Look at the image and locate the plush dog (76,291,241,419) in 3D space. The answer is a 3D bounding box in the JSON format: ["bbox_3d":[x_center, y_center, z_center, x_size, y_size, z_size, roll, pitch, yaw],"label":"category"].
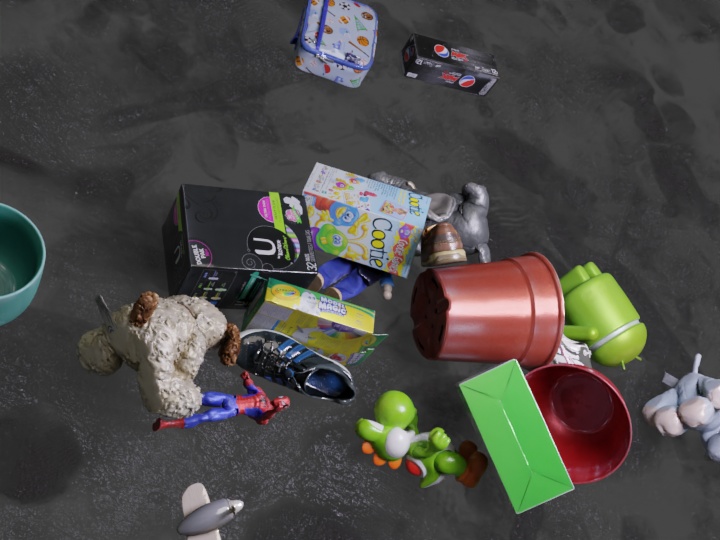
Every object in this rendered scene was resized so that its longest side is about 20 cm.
[{"bbox_3d":[-0.258,0.082,1.237,0.200,0.161,0.172,26,22,21],"label":"plush dog"}]

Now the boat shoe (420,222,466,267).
[{"bbox_3d":[0.133,-0.043,1.474,0.072,0.200,0.068,-8,89,-1],"label":"boat shoe"}]

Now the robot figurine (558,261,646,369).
[{"bbox_3d":[0.438,0.086,1.653,0.175,0.116,0.200,-13,66,-47],"label":"robot figurine"}]

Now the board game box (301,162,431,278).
[{"bbox_3d":[0.001,-0.083,1.490,0.199,0.103,0.105,18,35,1],"label":"board game box"}]

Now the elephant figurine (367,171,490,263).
[{"bbox_3d":[0.119,-0.093,1.609,0.199,0.155,0.142,2,101,-15],"label":"elephant figurine"}]

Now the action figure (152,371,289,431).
[{"bbox_3d":[-0.181,0.180,1.266,0.200,0.099,0.065,2,59,-31],"label":"action figure"}]

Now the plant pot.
[{"bbox_3d":[0.197,0.070,1.493,0.195,0.201,0.201,0,59,-20],"label":"plant pot"}]

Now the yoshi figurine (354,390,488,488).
[{"bbox_3d":[0.093,0.245,1.369,0.200,0.112,0.112,23,44,-11],"label":"yoshi figurine"}]

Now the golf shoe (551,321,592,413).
[{"bbox_3d":[0.374,0.174,1.565,0.200,0.088,0.077,46,6,3],"label":"golf shoe"}]

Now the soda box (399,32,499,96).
[{"bbox_3d":[0.185,-0.425,1.890,0.199,0.063,0.071,9,55,-24],"label":"soda box"}]

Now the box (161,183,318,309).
[{"bbox_3d":[-0.185,-0.032,1.383,0.199,0.124,0.149,4,58,-26],"label":"box"}]

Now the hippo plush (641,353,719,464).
[{"bbox_3d":[0.609,0.278,1.632,0.161,0.159,0.200,57,7,-7],"label":"hippo plush"}]

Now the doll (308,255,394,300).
[{"bbox_3d":[0.000,0.000,1.514,0.136,0.049,0.200,41,42,14],"label":"doll"}]

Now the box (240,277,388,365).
[{"bbox_3d":[-0.067,0.083,1.376,0.200,0.117,0.048,20,53,-17],"label":"box"}]

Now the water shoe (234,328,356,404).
[{"bbox_3d":[-0.096,0.140,1.334,0.200,0.079,0.072,20,92,-17],"label":"water shoe"}]

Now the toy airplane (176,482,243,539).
[{"bbox_3d":[-0.165,0.382,1.107,0.200,0.141,0.199,34,50,-5],"label":"toy airplane"}]

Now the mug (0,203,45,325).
[{"bbox_3d":[-0.514,-0.003,1.189,0.185,0.114,0.152,15,54,-19],"label":"mug"}]

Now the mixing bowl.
[{"bbox_3d":[0.347,0.231,1.477,0.200,0.200,0.108,49,29,8],"label":"mixing bowl"}]

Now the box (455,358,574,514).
[{"bbox_3d":[0.226,0.241,1.361,0.096,0.176,0.200,-24,83,0],"label":"box"}]

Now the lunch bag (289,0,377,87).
[{"bbox_3d":[-0.051,-0.453,1.773,0.160,0.076,0.200,19,51,-14],"label":"lunch bag"}]
